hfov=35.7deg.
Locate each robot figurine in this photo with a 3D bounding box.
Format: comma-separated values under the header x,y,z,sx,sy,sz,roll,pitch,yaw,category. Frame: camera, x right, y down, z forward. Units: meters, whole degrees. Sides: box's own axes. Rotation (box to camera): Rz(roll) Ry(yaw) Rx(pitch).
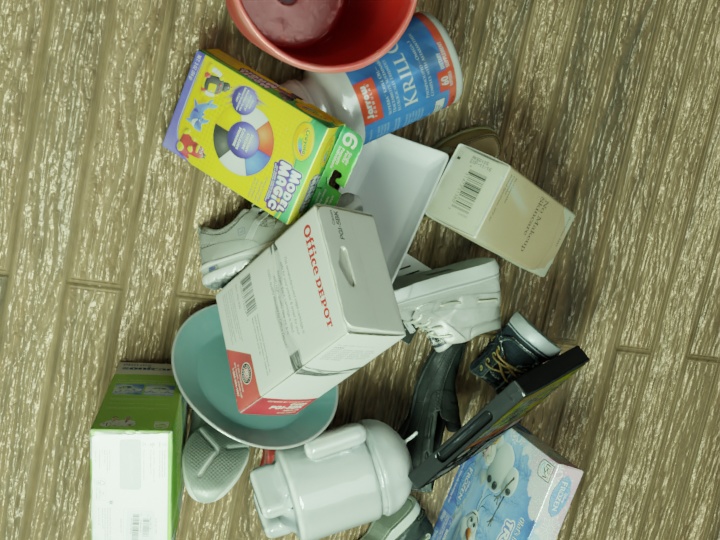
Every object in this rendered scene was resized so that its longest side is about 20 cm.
x,y,z,sx,sy,sz,roll,pitch,yaw,category
-0.024,0.238,1.279,0.198,0.113,0.171,-15,140,-13,robot figurine

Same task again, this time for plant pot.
x,y,z,sx,sy,sz,roll,pitch,yaw,category
-0.058,-0.298,1.144,0.198,0.177,0.203,-2,97,-17,plant pot

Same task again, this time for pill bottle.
x,y,z,sx,sy,sz,roll,pitch,yaw,category
0.005,-0.201,1.242,0.199,0.112,0.113,-27,112,-14,pill bottle

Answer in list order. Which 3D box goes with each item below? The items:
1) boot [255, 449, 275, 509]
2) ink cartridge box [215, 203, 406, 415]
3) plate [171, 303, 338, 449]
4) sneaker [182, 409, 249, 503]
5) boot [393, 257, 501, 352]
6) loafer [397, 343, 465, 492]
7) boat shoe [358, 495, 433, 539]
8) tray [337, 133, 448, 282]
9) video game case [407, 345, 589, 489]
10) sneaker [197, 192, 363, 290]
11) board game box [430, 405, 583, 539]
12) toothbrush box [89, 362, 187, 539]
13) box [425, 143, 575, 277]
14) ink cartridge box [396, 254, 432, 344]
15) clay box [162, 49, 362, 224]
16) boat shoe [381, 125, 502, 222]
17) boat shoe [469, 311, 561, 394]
x,y,z,sx,sy,sz,roll,pitch,yaw,category
-0.027,0.223,1.368,0.198,0.072,0.146,2,102,-19,boot
-0.056,0.045,1.168,0.082,0.200,0.148,7,58,-39,ink cartridge box
-0.119,0.120,1.253,0.198,0.201,0.026,10,136,-24,plate
-0.160,0.197,1.238,0.070,0.201,0.081,11,118,-7,sneaker
0.083,0.052,1.312,0.198,0.073,0.097,-13,100,-22,boot
0.095,0.177,1.378,0.202,0.070,0.068,-67,157,-18,loafer
0.010,0.375,1.419,0.199,0.076,0.061,-38,109,-8,boat shoe
0.016,-0.057,1.266,0.107,0.022,0.202,21,79,17,tray
0.162,0.167,1.291,0.181,0.026,0.199,-46,163,28,video game case
-0.095,-0.050,1.233,0.198,0.075,0.083,-21,77,6,sneaker
0.176,0.298,1.397,0.043,0.199,0.202,19,96,-25,board game box
-0.233,0.200,1.196,0.085,0.200,0.147,2,104,-6,toothbrush box
0.168,-0.067,1.317,0.199,0.077,0.096,21,96,-55,box
0.000,0.000,1.331,0.199,0.044,0.095,32,89,-26,ink cartridge box
-0.103,-0.135,1.173,0.199,0.048,0.116,32,112,17,clay box
0.095,-0.103,1.330,0.199,0.066,0.074,-35,114,-10,boat shoe
0.185,0.108,1.360,0.071,0.200,0.091,41,89,6,boat shoe
